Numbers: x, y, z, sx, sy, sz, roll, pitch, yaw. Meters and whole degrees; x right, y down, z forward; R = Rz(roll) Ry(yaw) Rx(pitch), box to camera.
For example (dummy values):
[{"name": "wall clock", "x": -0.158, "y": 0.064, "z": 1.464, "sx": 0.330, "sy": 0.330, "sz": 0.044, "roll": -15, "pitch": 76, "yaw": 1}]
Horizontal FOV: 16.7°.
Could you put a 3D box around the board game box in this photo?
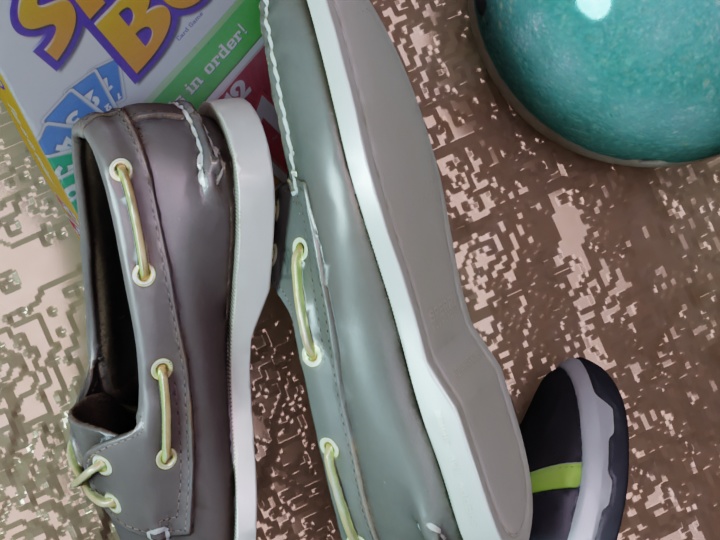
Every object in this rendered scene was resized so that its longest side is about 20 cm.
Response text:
[{"name": "board game box", "x": -0.075, "y": -0.082, "z": 0.781, "sx": 0.095, "sy": 0.201, "sz": 0.030, "roll": -38, "pitch": 49, "yaw": -13}]

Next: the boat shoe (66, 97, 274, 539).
[{"name": "boat shoe", "x": -0.067, "y": 0.044, "z": 0.797, "sx": 0.059, "sy": 0.072, "sz": 0.202, "roll": -3, "pitch": 108, "yaw": -22}]

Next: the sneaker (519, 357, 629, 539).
[{"name": "sneaker", "x": 0.028, "y": 0.117, "z": 0.828, "sx": 0.082, "sy": 0.072, "sz": 0.201, "roll": 22, "pitch": 81, "yaw": -5}]

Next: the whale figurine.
[{"name": "whale figurine", "x": 0.106, "y": -0.139, "z": 0.850, "sx": 0.158, "sy": 0.104, "sz": 0.202, "roll": 4, "pitch": 83, "yaw": -9}]

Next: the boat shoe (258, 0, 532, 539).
[{"name": "boat shoe", "x": -0.001, "y": 0.000, "z": 0.791, "sx": 0.060, "sy": 0.072, "sz": 0.203, "roll": -16, "pitch": 92, "yaw": 21}]
